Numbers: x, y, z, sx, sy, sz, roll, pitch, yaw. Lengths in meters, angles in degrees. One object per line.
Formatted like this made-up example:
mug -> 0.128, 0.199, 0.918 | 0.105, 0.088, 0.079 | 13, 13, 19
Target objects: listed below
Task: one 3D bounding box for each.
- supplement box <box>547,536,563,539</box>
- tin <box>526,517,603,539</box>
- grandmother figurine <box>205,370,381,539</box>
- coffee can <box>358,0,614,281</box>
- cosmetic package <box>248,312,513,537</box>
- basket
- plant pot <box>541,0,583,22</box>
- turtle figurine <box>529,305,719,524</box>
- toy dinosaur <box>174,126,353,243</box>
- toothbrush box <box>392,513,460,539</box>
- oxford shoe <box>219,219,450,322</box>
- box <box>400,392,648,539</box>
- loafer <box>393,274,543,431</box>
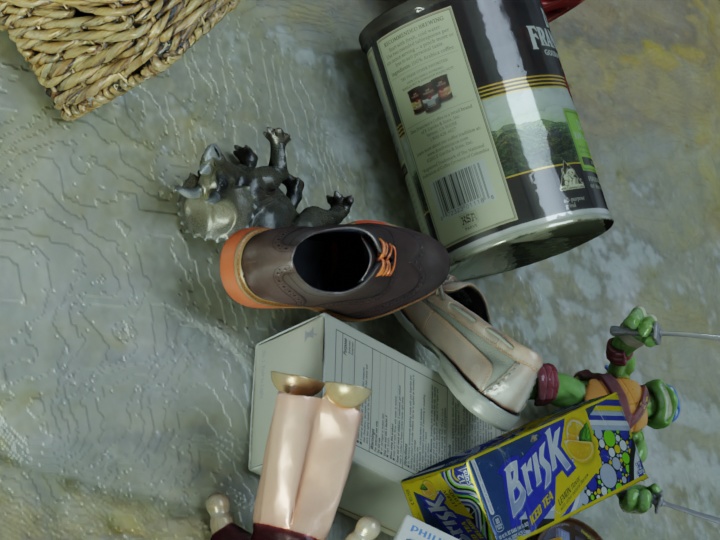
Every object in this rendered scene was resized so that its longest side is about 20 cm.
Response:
supplement box -> 0.120, 0.295, 1.623 | 0.085, 0.110, 0.200 | -16, 82, -13
tin -> 0.155, 0.284, 1.752 | 0.112, 0.042, 0.200 | 25, 53, -35
grandmother figurine -> -0.049, 0.169, 1.518 | 0.061, 0.121, 0.200 | 18, 80, -56
coffee can -> 0.096, -0.108, 1.807 | 0.146, 0.146, 0.200 | -5, 75, -50
cosmetic package -> 0.018, 0.120, 1.651 | 0.200, 0.073, 0.104 | 29, 51, -36
basket -> -0.154, -0.223, 1.579 | 0.149, 0.143, 0.200 | 55, 39, -14
plant pot -> 0.153, -0.317, 1.960 | 0.200, 0.182, 0.201 | 29, 49, -39
turtle figurine -> 0.196, 0.107, 1.787 | 0.194, 0.200, 0.144 | -4, 116, -30
toy dinosaur -> -0.061, -0.032, 1.658 | 0.200, 0.077, 0.102 | 44, 54, -33
toothbrush box -> 0.014, 0.281, 1.487 | 0.086, 0.146, 0.200 | 26, 46, 3
oxford shoe -> 0.000, 0.000, 1.610 | 0.200, 0.072, 0.071 | -4, 89, -45
box -> 0.118, 0.146, 1.645 | 0.200, 0.064, 0.070 | -17, 86, -52
loafer -> 0.078, 0.042, 1.693 | 0.072, 0.063, 0.200 | 29, 15, -32
